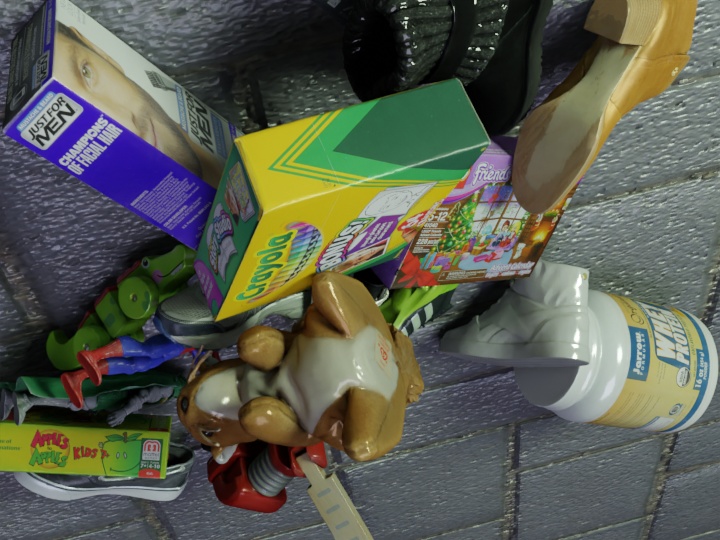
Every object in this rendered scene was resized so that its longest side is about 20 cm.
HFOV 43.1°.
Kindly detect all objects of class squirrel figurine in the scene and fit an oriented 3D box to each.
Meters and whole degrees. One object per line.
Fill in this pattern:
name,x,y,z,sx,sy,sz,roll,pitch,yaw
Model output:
squirrel figurine,-0.053,0.100,0.770,0.184,0.144,0.199,-22,170,22

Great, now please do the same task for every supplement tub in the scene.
supplement tub,0.286,0.102,1.030,0.196,0.146,0.146,11,131,-27

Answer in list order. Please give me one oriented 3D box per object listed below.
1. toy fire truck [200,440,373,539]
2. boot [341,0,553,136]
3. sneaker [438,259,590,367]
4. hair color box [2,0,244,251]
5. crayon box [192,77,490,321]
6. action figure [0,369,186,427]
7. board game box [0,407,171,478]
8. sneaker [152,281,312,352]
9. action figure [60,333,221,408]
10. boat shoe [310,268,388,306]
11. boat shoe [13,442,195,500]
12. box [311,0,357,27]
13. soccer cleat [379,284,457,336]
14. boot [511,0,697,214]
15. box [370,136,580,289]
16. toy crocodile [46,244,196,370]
toy fire truck,-0.077,0.221,0.997,0.127,0.202,0.176,22,126,-33
boot,0.061,-0.154,0.690,0.157,0.079,0.213,-35,153,-21
sneaker,0.167,0.042,0.986,0.073,0.118,0.198,15,166,-39
hair color box,-0.170,-0.105,0.701,0.064,0.111,0.199,-37,134,22
crayon box,-0.023,-0.044,0.663,0.170,0.059,0.200,-21,165,-24
action figure,-0.258,0.125,0.923,0.197,0.056,0.117,0,-179,-40
board game box,-0.295,0.174,0.934,0.195,0.102,0.049,6,90,-11
sneaker,-0.104,0.006,0.846,0.198,0.077,0.087,-20,133,-38
action figure,-0.173,0.095,0.866,0.065,0.100,0.199,-41,171,37
boat shoe,0.000,0.000,0.854,0.073,0.060,0.204,-23,128,-48
boat shoe,-0.282,0.213,1.021,0.196,0.072,0.068,14,125,-25
box,-0.012,-0.272,0.622,0.198,0.052,0.157,27,122,-36
soccer cleat,0.049,0.045,0.960,0.080,0.068,0.200,11,132,-43
boot,0.214,-0.143,0.772,0.142,0.071,0.204,-12,132,-46
box,0.112,-0.054,0.833,0.197,0.039,0.139,-4,128,-41
toy crocodile,-0.223,0.035,0.869,0.199,0.062,0.067,-41,168,25
